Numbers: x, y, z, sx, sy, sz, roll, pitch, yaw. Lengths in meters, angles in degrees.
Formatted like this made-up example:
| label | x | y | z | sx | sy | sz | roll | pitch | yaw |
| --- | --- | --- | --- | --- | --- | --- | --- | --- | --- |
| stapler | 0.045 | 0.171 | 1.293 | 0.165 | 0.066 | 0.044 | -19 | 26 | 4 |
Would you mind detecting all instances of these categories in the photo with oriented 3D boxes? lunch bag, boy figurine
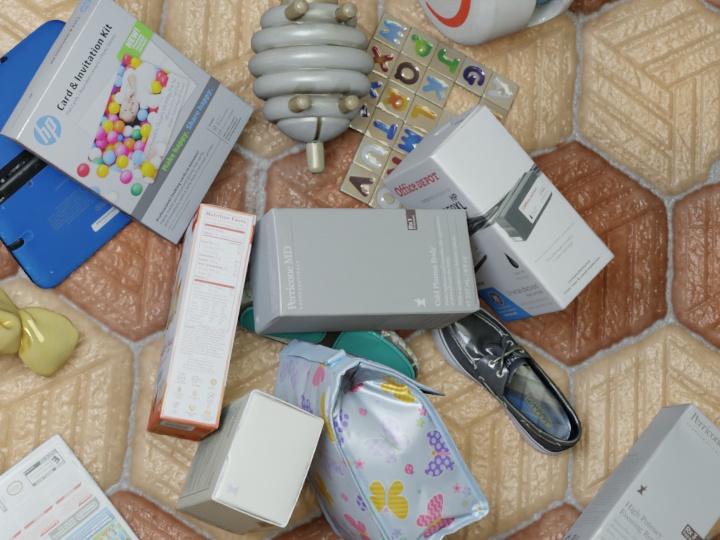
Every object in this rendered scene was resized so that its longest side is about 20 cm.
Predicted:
| label | x | y | z | sx | sy | sz | roll | pitch | yaw |
| --- | --- | --- | --- | --- | --- | --- | --- | --- | --- |
| lunch bag | 0.009 | 0.154 | 1.377 | 0.127 | 0.169 | 0.201 | -34 | 103 | -19 |
| boy figurine | -0.354 | 0.045 | 1.345 | 0.199 | 0.124 | 0.065 | 18 | 103 | -35 |

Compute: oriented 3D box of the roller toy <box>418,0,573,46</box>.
| label | x | y | z | sx | sy | sz | roll | pitch | yaw |
| --- | --- | --- | --- | --- | --- | --- | --- | --- | --- |
| roller toy | 0.135 | -0.333 | 1.520 | 0.139 | 0.200 | 0.183 | -21 | 109 | -19 |

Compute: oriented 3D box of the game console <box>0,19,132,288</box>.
| label | x | y | z | sx | sy | sz | roll | pitch | yaw |
| --- | --- | --- | --- | --- | --- | --- | --- | --- | --- |
| game console | -0.298 | -0.114 | 1.434 | 0.200 | 0.118 | 0.171 | -43 | 125 | -19 |

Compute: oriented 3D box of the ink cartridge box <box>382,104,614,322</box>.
| label | x | y | z | sx | sy | sz | roll | pitch | yaw |
| --- | --- | --- | --- | --- | --- | --- | --- | --- | --- |
| ink cartridge box | 0.133 | -0.053 | 1.478 | 0.084 | 0.145 | 0.200 | -44 | 98 | -18 |

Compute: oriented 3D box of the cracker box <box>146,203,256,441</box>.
| label | x | y | z | sx | sy | sz | roll | pitch | yaw |
| --- | --- | --- | --- | --- | --- | --- | --- | --- | --- |
| cracker box | -0.150 | 0.051 | 1.385 | 0.057 | 0.134 | 0.201 | 12 | 76 | -10 |

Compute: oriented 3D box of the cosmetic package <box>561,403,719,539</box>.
| label | x | y | z | sx | sy | sz | roll | pitch | yaw |
| --- | --- | --- | --- | --- | --- | --- | --- | --- | --- |
| cosmetic package | 0.303 | 0.241 | 1.519 | 0.102 | 0.074 | 0.200 | 42 | 72 | -6 |

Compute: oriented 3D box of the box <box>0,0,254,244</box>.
| label | x | y | z | sx | sy | sz | roll | pitch | yaw |
| --- | --- | --- | --- | --- | --- | --- | --- | --- | --- |
| box | -0.213 | -0.140 | 1.390 | 0.200 | 0.041 | 0.156 | 36 | 79 | -37 |

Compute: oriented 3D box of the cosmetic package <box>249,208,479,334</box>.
| label | x | y | z | sx | sy | sz | roll | pitch | yaw |
| --- | --- | --- | --- | --- | --- | --- | --- | --- | --- |
| cosmetic package | 0.000 | 0.000 | 1.396 | 0.199 | 0.090 | 0.107 | -2 | 77 | -24 |

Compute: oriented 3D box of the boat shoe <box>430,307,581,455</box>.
| label | x | y | z | sx | sy | sz | roll | pitch | yaw |
| --- | --- | --- | --- | --- | --- | --- | --- | --- | --- |
| boat shoe | 0.151 | 0.105 | 1.501 | 0.070 | 0.066 | 0.200 | -38 | 92 | -19 |

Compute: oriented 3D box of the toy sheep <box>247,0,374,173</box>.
| label | x | y | z | sx | sy | sz | roll | pitch | yaw |
| --- | --- | --- | --- | --- | --- | --- | --- | --- | --- |
| toy sheep | -0.048 | -0.197 | 1.465 | 0.137 | 0.138 | 0.201 | 3 | 88 | -16 |

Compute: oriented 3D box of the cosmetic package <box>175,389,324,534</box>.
| label | x | y | z | sx | sy | sz | roll | pitch | yaw |
| --- | --- | --- | --- | --- | --- | --- | --- | --- | --- |
| cosmetic package | -0.103 | 0.177 | 1.341 | 0.071 | 0.200 | 0.106 | 24 | 75 | -10 |

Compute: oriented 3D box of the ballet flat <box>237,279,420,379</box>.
| label | x | y | z | sx | sy | sz | roll | pitch | yaw |
| --- | --- | --- | --- | --- | --- | --- | --- | --- | --- |
| ballet flat | -0.029 | 0.051 | 1.461 | 0.199 | 0.076 | 0.064 | 24 | 40 | -17 |

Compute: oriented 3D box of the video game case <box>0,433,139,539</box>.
| label | x | y | z | sx | sy | sz | roll | pitch | yaw |
| --- | --- | --- | --- | --- | --- | --- | --- | --- | --- |
| video game case | -0.276 | 0.272 | 1.368 | 0.143 | 0.018 | 0.200 | -38 | 92 | -20 |

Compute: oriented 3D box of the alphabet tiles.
| label | x | y | z | sx | sy | sz | roll | pitch | yaw |
| --- | --- | --- | --- | --- | --- | --- | --- | --- | --- |
| alphabet tiles | 0.059 | -0.148 | 1.553 | 0.167 | 0.008 | 0.201 | 27 | 73 | -11 |
